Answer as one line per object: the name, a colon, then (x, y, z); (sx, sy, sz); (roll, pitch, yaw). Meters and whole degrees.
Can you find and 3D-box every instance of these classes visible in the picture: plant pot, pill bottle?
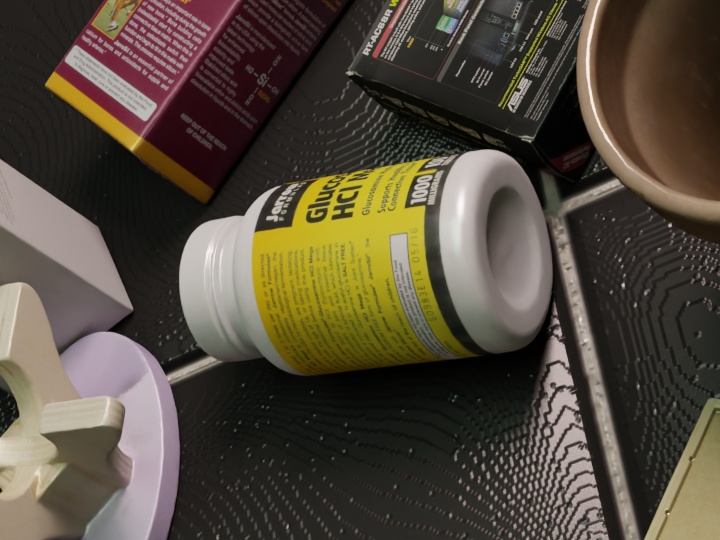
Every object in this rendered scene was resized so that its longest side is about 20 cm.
plant pot: (0.229, -0.082, 0.967); (0.199, 0.174, 0.202); (-13, 62, 26)
pill bottle: (0.000, 0.000, 1.116); (0.198, 0.112, 0.113); (-8, 64, 29)

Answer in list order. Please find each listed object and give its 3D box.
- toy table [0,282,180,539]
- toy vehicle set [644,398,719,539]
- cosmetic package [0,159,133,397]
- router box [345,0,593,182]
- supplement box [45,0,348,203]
toy table: (-0.192, 0.117, 1.184); (0.183, 0.117, 0.202); (-20, 58, 23)
toy vehicle set: (0.237, 0.130, 0.928); (0.199, 0.027, 0.125); (8, 51, 35)
cosmetic package: (-0.248, -0.009, 1.225); (0.107, 0.200, 0.085); (-35, 55, 11)
router box: (0.103, -0.169, 1.160); (0.149, 0.062, 0.201); (26, 84, 37)
supplement box: (-0.097, -0.162, 1.272); (0.110, 0.086, 0.201); (36, 90, 39)
